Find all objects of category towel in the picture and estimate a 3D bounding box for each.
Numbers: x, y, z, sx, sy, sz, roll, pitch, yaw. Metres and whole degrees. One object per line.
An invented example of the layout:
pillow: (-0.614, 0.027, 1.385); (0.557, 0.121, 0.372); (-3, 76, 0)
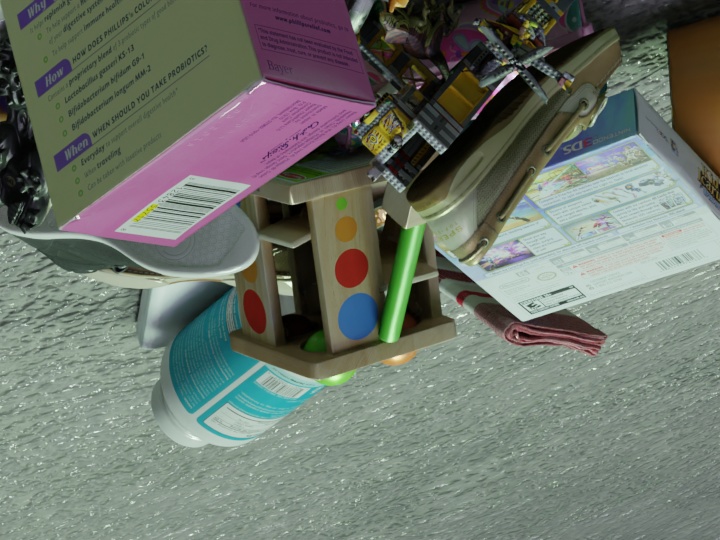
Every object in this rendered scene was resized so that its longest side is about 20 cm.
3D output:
towel: (0.091, 0.012, 1.991); (0.144, 0.200, 0.023); (11, 108, -51)

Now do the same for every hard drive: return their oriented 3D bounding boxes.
hard drive: (-0.114, 0.004, 2.008); (0.131, 0.027, 0.200); (-13, 159, -15)

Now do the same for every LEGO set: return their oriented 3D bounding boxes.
LEGO set: (0.038, -0.146, 1.548); (0.200, 0.154, 0.116); (-30, -166, 45)

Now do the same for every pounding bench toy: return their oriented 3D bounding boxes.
pounding bench toy: (0.000, 0.000, 1.700); (0.123, 0.157, 0.200); (-15, -164, -29)

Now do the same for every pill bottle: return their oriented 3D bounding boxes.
pill bottle: (-0.092, 0.074, 2.006); (0.110, 0.112, 0.200); (1, 152, -41)

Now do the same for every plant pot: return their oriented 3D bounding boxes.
plant pot: (0.325, -0.125, 1.835); (0.182, 0.202, 0.200); (-3, 161, 8)

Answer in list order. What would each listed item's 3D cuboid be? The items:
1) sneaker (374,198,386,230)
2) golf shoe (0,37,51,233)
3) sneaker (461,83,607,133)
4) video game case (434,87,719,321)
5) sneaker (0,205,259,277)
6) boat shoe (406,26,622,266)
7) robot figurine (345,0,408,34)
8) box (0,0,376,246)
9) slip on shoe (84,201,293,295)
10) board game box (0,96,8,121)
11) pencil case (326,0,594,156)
sneaker: (0.038, -0.062, 1.882); (0.198, 0.088, 0.076); (-12, 128, 5)
golf shoe: (-0.191, -0.118, 1.593); (0.094, 0.078, 0.200); (-40, 169, -46)
sneaker: (0.103, -0.126, 1.819); (0.199, 0.078, 0.080); (-4, 135, -41)
video game case: (0.158, -0.044, 1.789); (0.199, 0.046, 0.181); (-19, 145, 28)
sneaker: (-0.156, -0.030, 1.730); (0.198, 0.071, 0.099); (10, 170, 15)
boat shoe: (0.113, -0.086, 1.611); (0.201, 0.063, 0.073); (-46, -166, -32)
robot figurine: (-0.018, -0.179, 1.469); (0.058, 0.146, 0.200); (9, 160, -22)
box: (-0.106, -0.144, 1.387); (0.175, 0.201, 0.096); (-33, 154, 35)
slip on shoe: (-0.123, -0.026, 1.819); (0.198, 0.076, 0.061); (8, 137, 4)
board game box: (-0.301, -0.072, 1.639); (0.157, 0.039, 0.199); (-29, 156, 28)
pencil case: (0.064, -0.142, 1.697); (0.198, 0.088, 0.088); (-15, 159, -9)
